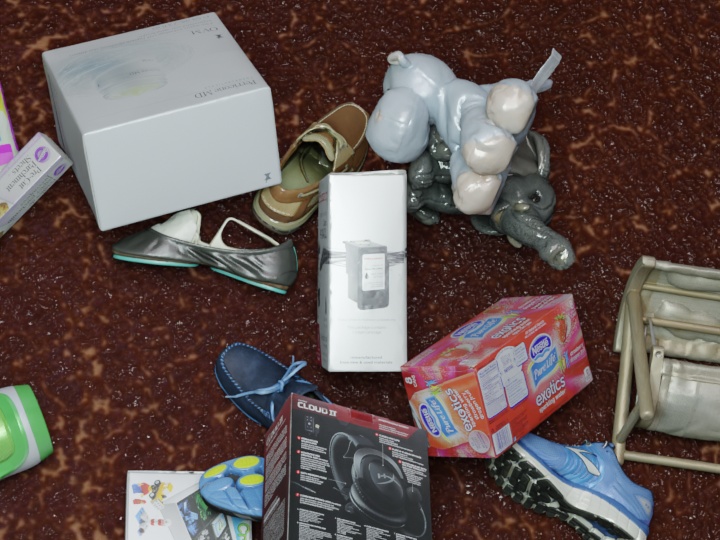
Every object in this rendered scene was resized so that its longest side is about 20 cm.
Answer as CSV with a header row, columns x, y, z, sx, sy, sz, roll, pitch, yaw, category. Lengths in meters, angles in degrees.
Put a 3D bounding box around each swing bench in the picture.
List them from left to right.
x,y,z,sx,sy,sz,roll,pitch,yaw,category
0.377,0.106,1.747,0.198,0.130,0.201,9,59,-3,swing bench

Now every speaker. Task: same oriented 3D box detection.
x,y,z,sx,sy,sz,roll,pitch,yaw,category
-0.409,0.181,1.619,0.199,0.089,0.089,-20,70,-17,speaker

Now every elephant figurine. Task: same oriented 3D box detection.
x,y,z,sx,sy,sz,roll,pitch,yaw,category
0.155,-0.086,1.802,0.199,0.142,0.156,18,79,8,elephant figurine

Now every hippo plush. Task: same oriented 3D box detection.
x,y,z,sx,sy,sz,roll,pitch,yaw,category
0.093,-0.168,1.671,0.160,0.159,0.201,24,75,6,hippo plush

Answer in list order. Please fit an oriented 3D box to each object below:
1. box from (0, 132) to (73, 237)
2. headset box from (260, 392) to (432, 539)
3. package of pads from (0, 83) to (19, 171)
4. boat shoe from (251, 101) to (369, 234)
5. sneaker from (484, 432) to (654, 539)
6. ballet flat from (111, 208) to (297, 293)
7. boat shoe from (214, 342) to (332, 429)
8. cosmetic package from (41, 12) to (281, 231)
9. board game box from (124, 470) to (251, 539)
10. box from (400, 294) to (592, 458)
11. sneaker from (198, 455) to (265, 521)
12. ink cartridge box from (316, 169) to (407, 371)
x,y,z,sx,sy,sz,roll,pitch,yaw,category
-0.385,-0.058,1.715,0.200,0.039,0.041,-44,78,2,box
-0.014,0.215,1.563,0.148,0.077,0.201,17,42,-18,headset box
-0.473,-0.138,1.766,0.199,0.068,0.155,-14,68,-15,package of pads
-0.043,-0.121,1.803,0.075,0.074,0.200,32,51,4,boat shoe
0.216,0.211,1.710,0.200,0.079,0.089,33,54,1,sneaker
-0.163,-0.027,1.759,0.199,0.068,0.069,12,93,-10,ballet flat
-0.062,0.135,1.698,0.200,0.069,0.084,33,65,8,boat shoe
-0.211,-0.162,1.738,0.198,0.123,0.200,-16,38,-15,cosmetic package
-0.170,0.298,1.626,0.126,0.035,0.201,3,65,-9,board game box
0.141,0.105,1.668,0.200,0.095,0.100,-30,111,-47,box
-0.066,0.238,1.632,0.199,0.083,0.071,12,42,-20,sneaker
0.000,0.000,1.691,0.083,0.145,0.201,0,90,-6,ink cartridge box
